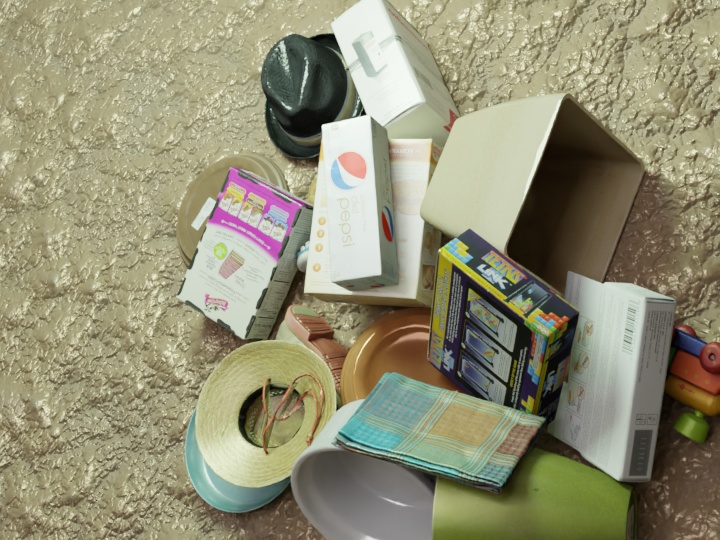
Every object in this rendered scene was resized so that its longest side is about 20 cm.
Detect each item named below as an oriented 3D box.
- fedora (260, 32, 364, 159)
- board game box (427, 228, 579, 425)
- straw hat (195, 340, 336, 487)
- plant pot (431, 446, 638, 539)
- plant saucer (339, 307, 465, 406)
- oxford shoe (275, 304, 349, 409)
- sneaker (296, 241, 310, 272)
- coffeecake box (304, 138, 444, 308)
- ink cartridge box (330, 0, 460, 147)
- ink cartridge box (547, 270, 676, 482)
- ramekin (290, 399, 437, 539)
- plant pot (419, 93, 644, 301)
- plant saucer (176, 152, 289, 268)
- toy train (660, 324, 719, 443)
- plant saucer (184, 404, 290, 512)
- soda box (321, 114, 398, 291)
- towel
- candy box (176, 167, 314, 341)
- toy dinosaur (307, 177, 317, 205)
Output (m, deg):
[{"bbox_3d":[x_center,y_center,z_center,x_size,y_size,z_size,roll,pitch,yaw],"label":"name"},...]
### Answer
[{"bbox_3d":[-0.083,-0.263,1.864,0.199,0.091,0.202,-15,61,29],"label":"fedora"},{"bbox_3d":[0.156,0.075,1.482,0.057,0.201,0.165,-33,58,-27],"label":"board game box"},{"bbox_3d":[-0.104,0.190,1.671,0.199,0.085,0.203,-9,68,23],"label":"straw hat"},{"bbox_3d":[0.198,0.274,1.440,0.198,0.187,0.189,1,71,20],"label":"plant pot"},{"bbox_3d":[0.069,0.134,1.610,0.198,0.038,0.202,-5,64,10],"label":"plant saucer"},{"bbox_3d":[-0.044,0.135,1.711,0.200,0.070,0.074,53,122,35],"label":"oxford shoe"},{"bbox_3d":[0.000,0.000,1.727,0.199,0.075,0.087,-5,74,31],"label":"sneaker"},{"bbox_3d":[0.022,-0.061,1.656,0.152,0.073,0.202,3,81,23],"label":"coffeecake box"},{"bbox_3d":[0.054,-0.248,1.746,0.084,0.145,0.201,-30,57,19],"label":"ink cartridge box"},{"bbox_3d":[0.275,0.112,1.461,0.173,0.043,0.202,-150,64,-70],"label":"ink cartridge box"},{"bbox_3d":[0.028,0.244,1.532,0.199,0.201,0.098,-1,38,31],"label":"ramekin"},{"bbox_3d":[0.192,-0.089,1.577,0.176,0.199,0.201,15,79,44],"label":"plant pot"},{"bbox_3d":[-0.191,-0.081,1.904,0.199,0.029,0.202,-12,66,28],"label":"plant saucer"},{"bbox_3d":[0.383,0.138,1.430,0.199,0.084,0.116,28,97,36],"label":"toy train"},{"bbox_3d":[-0.147,0.224,1.752,0.199,0.027,0.202,-13,64,28],"label":"plant saucer"},{"bbox_3d":[-0.001,-0.081,1.594,0.068,0.064,0.202,-9,76,20],"label":"soda box"},{"bbox_3d":[0.088,0.173,1.436,0.199,0.147,0.022,13,122,23],"label":"towel"},{"bbox_3d":[-0.153,-0.022,1.803,0.136,0.061,0.201,29,99,29],"label":"candy box"},{"bbox_3d":[-0.027,-0.113,1.796,0.101,0.058,0.201,19,82,37],"label":"toy dinosaur"}]
